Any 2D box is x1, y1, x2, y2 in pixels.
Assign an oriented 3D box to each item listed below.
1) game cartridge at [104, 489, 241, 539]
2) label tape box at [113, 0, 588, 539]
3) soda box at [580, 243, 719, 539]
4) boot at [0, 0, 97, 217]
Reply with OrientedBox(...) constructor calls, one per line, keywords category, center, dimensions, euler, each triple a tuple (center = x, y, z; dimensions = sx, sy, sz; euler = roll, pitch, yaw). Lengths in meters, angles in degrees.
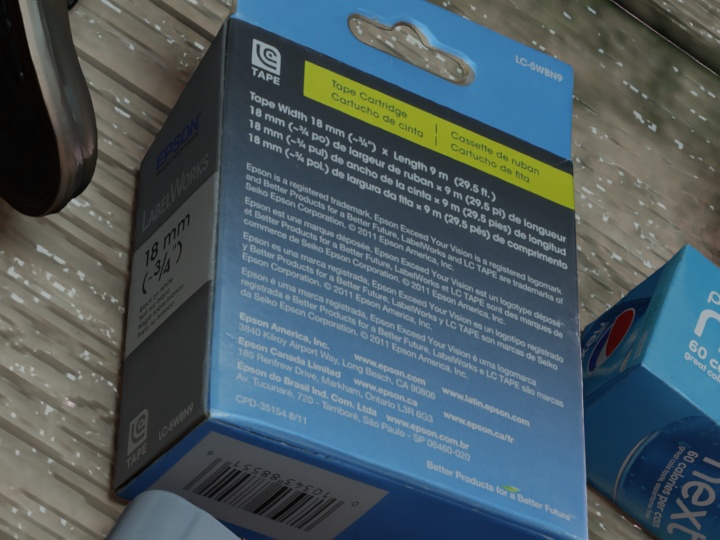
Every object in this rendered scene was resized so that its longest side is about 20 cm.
OrientedBox(category="game cartridge", center=(-0.017, 0.172, 0.872), dimensions=(0.200, 0.042, 0.133), euler=(40, 40, -9))
OrientedBox(category="label tape box", center=(0.000, 0.000, 0.984), dimensions=(0.144, 0.063, 0.201), euler=(22, 49, -25))
OrientedBox(category="soda box", center=(0.165, 0.085, 1.056), dimensions=(0.200, 0.064, 0.068), euler=(37, 44, -11))
OrientedBox(category="boot", center=(-0.101, -0.109, 0.973), dimensions=(0.097, 0.075, 0.201), euler=(-4, 62, -37))
